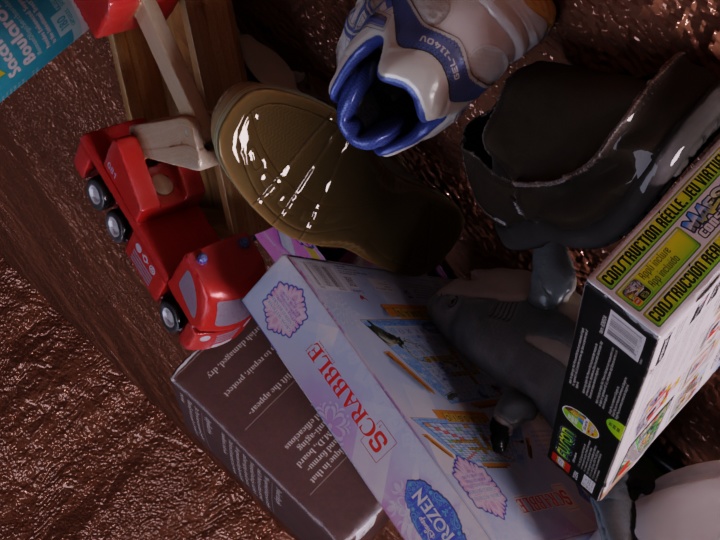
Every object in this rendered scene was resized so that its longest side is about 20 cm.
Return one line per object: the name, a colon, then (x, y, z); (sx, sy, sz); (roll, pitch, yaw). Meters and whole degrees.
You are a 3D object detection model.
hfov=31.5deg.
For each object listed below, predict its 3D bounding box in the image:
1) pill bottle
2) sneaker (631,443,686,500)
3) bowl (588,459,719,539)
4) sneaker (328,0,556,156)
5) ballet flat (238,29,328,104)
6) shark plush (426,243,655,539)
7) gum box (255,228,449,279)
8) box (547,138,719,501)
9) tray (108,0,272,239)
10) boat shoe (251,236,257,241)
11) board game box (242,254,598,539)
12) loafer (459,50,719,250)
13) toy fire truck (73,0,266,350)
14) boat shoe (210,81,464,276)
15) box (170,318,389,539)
pill bottle: (-0.311, -0.180, 0.998); (0.111, 0.200, 0.111); (41, 163, 15)
sneaker: (0.207, 0.177, 0.799); (0.200, 0.071, 0.083); (49, 170, 1)
bowl: (0.199, 0.163, 0.681); (0.200, 0.091, 0.202); (2, 143, 1)
sneaker: (0.012, -0.095, 0.606); (0.075, 0.088, 0.200); (45, 165, -6)
ballet flat: (-0.085, -0.128, 0.822); (0.200, 0.073, 0.073); (41, 164, 35)
shark plush: (0.103, 0.074, 0.686); (0.091, 0.083, 0.201); (63, -176, -59)
gum box: (0.000, 0.000, 0.895); (0.200, 0.066, 0.113); (54, 163, -24)
box: (0.133, 0.022, 0.543); (0.035, 0.110, 0.200); (40, 162, 20)
tray: (-0.109, -0.123, 0.769); (0.098, 0.037, 0.201); (11, 118, 50)
boat shoe: (-0.098, -0.071, 0.974); (0.071, 0.064, 0.200); (39, 162, 21)
board game box: (0.052, 0.083, 0.726); (0.200, 0.041, 0.200); (54, -158, 25)
loafer: (0.085, -0.053, 0.545); (0.071, 0.073, 0.200); (45, 164, -6)
toy fire truck: (-0.110, -0.068, 0.726); (0.200, 0.049, 0.141); (57, 144, 15)
boat shoe: (-0.021, -0.055, 0.733); (0.200, 0.074, 0.066); (33, -173, -48)
box: (-0.033, 0.124, 1.097); (0.200, 0.164, 0.166); (42, 163, 11)
